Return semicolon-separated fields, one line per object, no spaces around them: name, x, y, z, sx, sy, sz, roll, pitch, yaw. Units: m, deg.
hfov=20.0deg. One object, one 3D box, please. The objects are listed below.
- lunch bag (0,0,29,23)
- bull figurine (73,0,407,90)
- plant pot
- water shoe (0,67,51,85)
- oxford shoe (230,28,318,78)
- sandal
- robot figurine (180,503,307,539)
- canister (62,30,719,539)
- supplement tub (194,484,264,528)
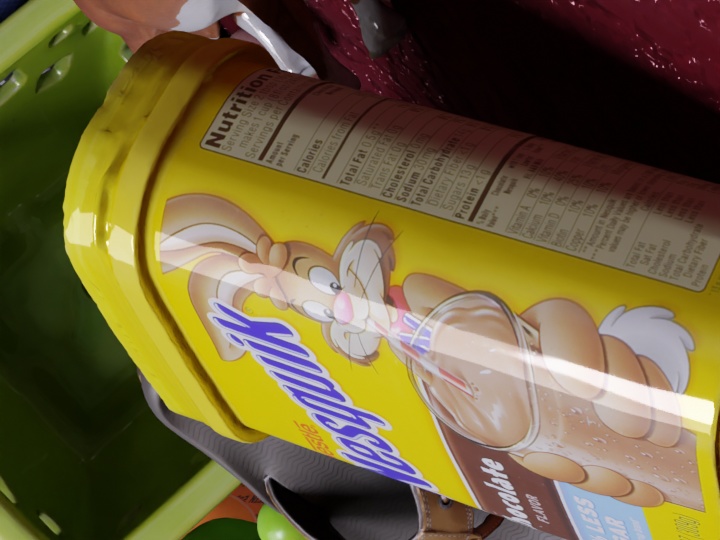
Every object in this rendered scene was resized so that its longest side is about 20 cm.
lunch bag;-0.219;-0.137;0.787;0.132;0.200;0.136;46;170;17
bull figurine;-0.057;-0.103;0.688;0.121;0.065;0.200;48;166;-15
plant pot;-0.114;0.008;0.886;0.199;0.200;0.181;48;172;-1
water shoe;-0.186;-0.066;1.099;0.071;0.079;0.200;26;153;53
oxford shoe;0.000;0.000;0.766;0.200;0.074;0.071;43;164;15
sandal;0.005;0.077;0.778;0.200;0.082;0.055;34;-159;-27
robot figurine;-0.022;0.177;0.881;0.200;0.176;0.116;15;-172;23
canister;0.031;0.014;0.596;0.200;0.087;0.149;17;154;25
supplement tub;-0.105;0.086;1.069;0.123;0.122;0.200;58;-178;-35
